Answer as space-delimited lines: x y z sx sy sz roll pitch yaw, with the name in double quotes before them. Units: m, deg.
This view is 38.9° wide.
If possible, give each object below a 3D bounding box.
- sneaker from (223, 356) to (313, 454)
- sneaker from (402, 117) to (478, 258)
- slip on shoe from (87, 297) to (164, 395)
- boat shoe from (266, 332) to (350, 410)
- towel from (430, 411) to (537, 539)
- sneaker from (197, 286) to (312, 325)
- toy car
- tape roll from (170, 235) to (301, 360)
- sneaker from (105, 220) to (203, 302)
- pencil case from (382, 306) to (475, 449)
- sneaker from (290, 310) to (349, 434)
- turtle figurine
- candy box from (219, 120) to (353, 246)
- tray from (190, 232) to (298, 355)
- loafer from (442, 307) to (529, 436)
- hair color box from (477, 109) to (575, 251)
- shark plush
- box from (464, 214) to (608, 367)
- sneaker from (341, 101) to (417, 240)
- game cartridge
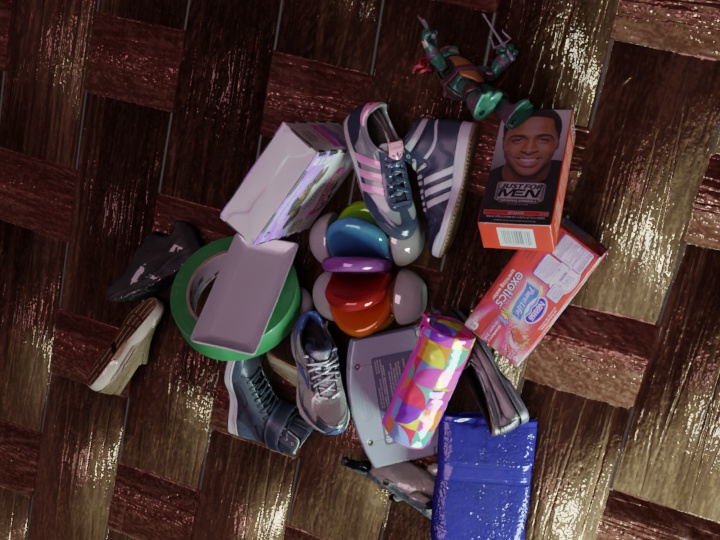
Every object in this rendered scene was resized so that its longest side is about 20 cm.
"sneaker" -0.138 0.202 1.604 0.145 0.077 0.203 21 133 22
"sneaker" 0.100 -0.126 1.488 0.108 0.070 0.202 14 96 13
"slip on shoe" -0.383 0.132 1.722 0.060 0.076 0.200 32 104 -29
"boat shoe" -0.063 0.171 1.607 0.199 0.072 0.065 30 145 11
"towel" 0.181 0.310 1.515 0.146 0.050 0.202 5 94 -4
"sneaker" -0.173 0.075 1.615 0.199 0.088 0.076 -13 93 22
"toy car" 0.000 0.000 1.504 0.174 0.150 0.202 0 99 21
"tape roll" -0.191 0.041 1.572 0.199 0.048 0.202 -4 56 5
"sneaker" -0.341 -0.012 1.682 0.199 0.076 0.091 -28 79 15
"pencil case" 0.094 0.156 1.466 0.088 0.088 0.201 24 110 16
"sneaker" -0.064 0.149 1.529 0.076 0.085 0.201 -10 58 -16
"turtle figurine" 0.154 -0.280 1.425 0.201 0.149 0.101 61 147 38
"candy box" -0.094 -0.132 1.491 0.071 0.200 0.168 41 110 10
"tray" -0.171 0.036 1.531 0.107 0.022 0.201 11 59 14
"loafer" 0.168 0.147 1.485 0.063 0.072 0.201 -30 72 -9
"hair color box" 0.228 -0.126 1.383 0.101 0.061 0.201 3 56 20
"shark plush" 0.056 0.342 1.586 0.198 0.091 0.084 10 133 13
"box" 0.249 0.024 1.442 0.099 0.095 0.201 38 109 13
"sneaker" 0.037 -0.143 1.441 0.082 0.070 0.201 -28 85 57
"game cartridge" 0.048 0.191 1.544 0.132 0.041 0.202 -11 98 -12
